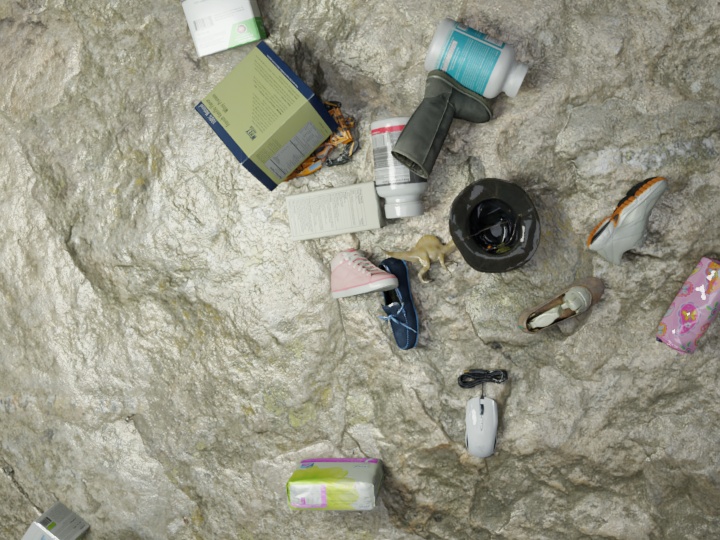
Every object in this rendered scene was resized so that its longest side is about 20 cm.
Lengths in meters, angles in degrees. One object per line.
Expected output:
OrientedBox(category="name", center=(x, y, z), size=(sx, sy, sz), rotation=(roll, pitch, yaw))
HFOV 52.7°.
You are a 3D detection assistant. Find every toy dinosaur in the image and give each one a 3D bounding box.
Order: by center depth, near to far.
OrientedBox(category="toy dinosaur", center=(0.139, -0.024, 1.561), size=(0.197, 0.058, 0.103), rotation=(-10, 89, -8))

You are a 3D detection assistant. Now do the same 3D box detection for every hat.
OrientedBox(category="hat", center=(0.280, -0.099, 1.520), size=(0.197, 0.081, 0.204), rotation=(3, 105, 9))

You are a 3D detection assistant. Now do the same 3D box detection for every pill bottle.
OrientedBox(category="pill bottle", center=(0.238, -0.422, 1.473), size=(0.198, 0.111, 0.112), rotation=(26, 99, 6))
OrientedBox(category="pill bottle", center=(0.083, -0.214, 1.520), size=(0.109, 0.111, 0.203), rotation=(-5, 96, 9))

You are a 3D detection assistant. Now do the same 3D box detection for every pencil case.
OrientedBox(category="pencil case", center=(0.683, 0.074, 1.474), size=(0.087, 0.087, 0.202), rotation=(27, 100, 5))

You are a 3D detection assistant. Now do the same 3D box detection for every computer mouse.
OrientedBox(category="computer mouse", center=(0.267, 0.316, 1.583), size=(0.108, 0.044, 0.203), rotation=(-1, 96, 8))

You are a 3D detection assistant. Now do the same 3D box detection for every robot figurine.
OrientedBox(category="robot figurine", center=(-0.101, -0.278, 1.568), size=(0.198, 0.058, 0.146), rotation=(-26, 90, 11))

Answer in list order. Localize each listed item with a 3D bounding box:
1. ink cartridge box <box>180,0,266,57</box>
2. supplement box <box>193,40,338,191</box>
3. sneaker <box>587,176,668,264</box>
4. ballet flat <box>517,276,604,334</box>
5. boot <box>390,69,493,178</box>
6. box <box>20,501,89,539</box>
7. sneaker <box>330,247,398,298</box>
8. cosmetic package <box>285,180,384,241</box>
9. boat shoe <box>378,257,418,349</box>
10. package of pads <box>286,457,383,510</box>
OrientedBox(category="ink cartridge box", center=(-0.298, -0.572, 1.535), size=(0.144, 0.084, 0.203), rotation=(-12, 107, 10))
OrientedBox(category="supplement box", center=(-0.193, -0.315, 1.493), size=(0.200, 0.134, 0.200), rotation=(-43, 62, 2))
OrientedBox(category="sneaker", center=(0.561, -0.100, 1.484), size=(0.092, 0.076, 0.200), rotation=(39, 108, -5))
OrientedBox(category="ballet flat", center=(0.424, 0.080, 1.521), size=(0.199, 0.067, 0.069), rotation=(-32, 91, 11))
OrientedBox(category="boot", center=(0.167, -0.279, 1.466), size=(0.180, 0.072, 0.202), rotation=(25, 70, -17))
OrientedBox(category="box", center=(-0.767, 0.681, 1.750), size=(0.101, 0.112, 0.201), rotation=(36, 101, 2))
OrientedBox(category="sneaker", center=(0.000, 0.000, 1.537), size=(0.199, 0.075, 0.106), rotation=(-11, 84, 53))
OrientedBox(category="cosmetic package", center=(-0.054, -0.128, 1.571), size=(0.197, 0.071, 0.107), rotation=(-7, 95, 10))
OrientedBox(category="boat shoe", center=(0.069, 0.074, 1.568), size=(0.084, 0.068, 0.203), rotation=(-19, 83, 47))
OrientedBox(category="package of pads", center=(-0.055, 0.467, 1.594), size=(0.197, 0.154, 0.069), rotation=(-3, 96, 9))
